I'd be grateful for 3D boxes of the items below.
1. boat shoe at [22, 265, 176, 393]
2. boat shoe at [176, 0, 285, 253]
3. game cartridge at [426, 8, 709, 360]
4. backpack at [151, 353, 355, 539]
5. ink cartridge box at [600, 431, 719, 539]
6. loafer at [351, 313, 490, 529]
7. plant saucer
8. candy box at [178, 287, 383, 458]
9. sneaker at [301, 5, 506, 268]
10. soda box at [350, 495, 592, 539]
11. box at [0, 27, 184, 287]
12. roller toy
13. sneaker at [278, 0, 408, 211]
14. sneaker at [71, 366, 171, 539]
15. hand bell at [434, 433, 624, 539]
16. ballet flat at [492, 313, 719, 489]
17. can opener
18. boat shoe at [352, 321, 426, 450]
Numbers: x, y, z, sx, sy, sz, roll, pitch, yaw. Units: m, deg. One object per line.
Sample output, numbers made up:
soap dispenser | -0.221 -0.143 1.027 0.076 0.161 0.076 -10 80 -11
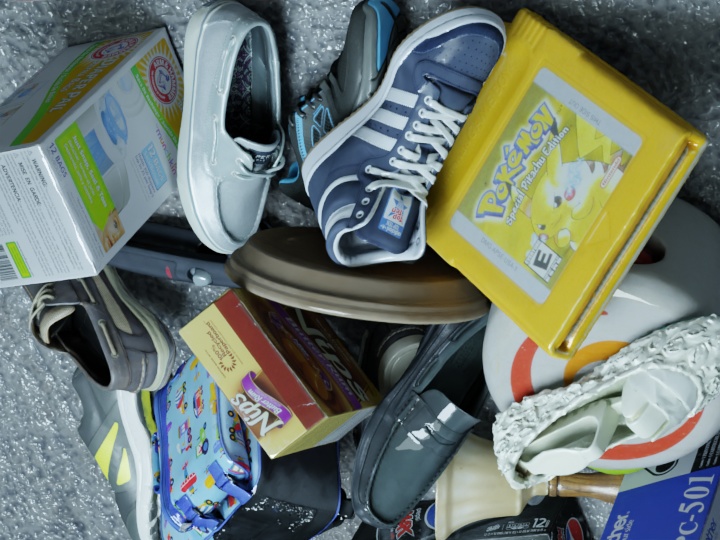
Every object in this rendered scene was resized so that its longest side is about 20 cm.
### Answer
boat shoe | -0.236 0.030 1.621 0.200 0.073 0.075 37 122 32
boat shoe | -0.093 -0.101 1.466 0.071 0.070 0.201 27 124 47
game cartridge | 0.122 -0.064 1.325 0.200 0.032 0.176 43 109 42
backpack | -0.106 0.161 1.611 0.134 0.183 0.200 16 141 -27
ink cartridge box | 0.239 0.161 1.426 0.094 0.200 0.044 -21 115 36
loafer | 0.057 0.107 1.491 0.068 0.201 0.070 32 172 -26
plant saucer | 0.000 0.000 1.433 0.200 0.200 0.030 12 102 19
candy box | -0.054 0.073 1.457 0.056 0.200 0.117 -38 82 8
sneaker | 0.037 -0.083 1.339 0.070 0.109 0.200 22 128 -32
soda box | 0.091 0.235 1.645 0.200 0.063 0.071 -10 117 31
box | -0.211 -0.088 1.475 0.101 0.200 0.113 -7 117 30
roller toy | 0.187 0.036 1.404 0.182 0.140 0.200 37 127 -14
sneaker | -0.016 -0.117 1.441 0.082 0.073 0.200 22 129 14
sneaker | -0.206 0.157 1.742 0.085 0.074 0.200 10 118 27
hand bell | 0.162 0.169 1.559 0.200 0.104 0.104 2 125 6
ballet flat | 0.175 0.099 1.325 0.200 0.072 0.072 -30 106 30
can opener | -0.141 -0.010 1.586 0.200 0.063 0.079 9 123 21
boat shoe | 0.026 0.113 1.608 0.063 0.073 0.200 56 152 40
